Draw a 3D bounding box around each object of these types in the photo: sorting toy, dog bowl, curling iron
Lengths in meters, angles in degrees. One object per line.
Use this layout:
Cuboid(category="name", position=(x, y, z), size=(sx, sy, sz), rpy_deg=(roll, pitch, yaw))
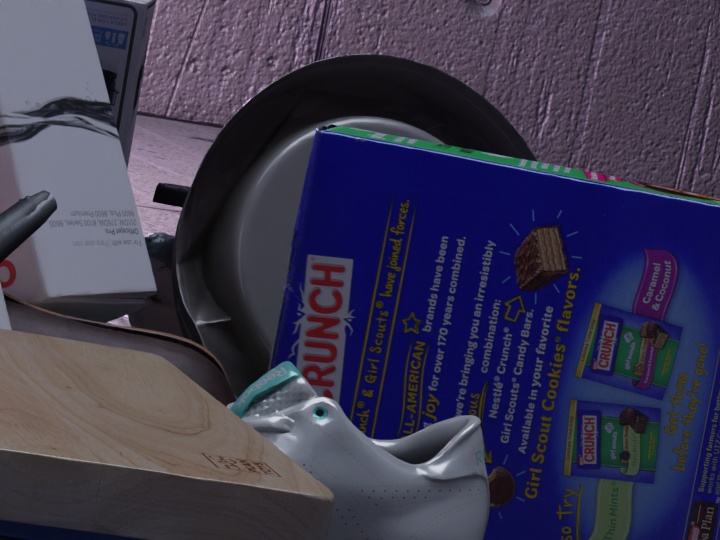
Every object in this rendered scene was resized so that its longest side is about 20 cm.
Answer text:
Cuboid(category="sorting toy", position=(-0.134, 0.061, 0.766), size=(0.198, 0.070, 0.200), rpy_deg=(10, 6, -19))
Cuboid(category="dog bowl", position=(0.000, 0.000, 1.286), size=(0.199, 0.201, 0.059), rpy_deg=(8, -11, -22))
Cuboid(category="curling iron", position=(-0.194, 0.017, 1.074), size=(0.049, 0.026, 0.200), rpy_deg=(19, 44, 36))

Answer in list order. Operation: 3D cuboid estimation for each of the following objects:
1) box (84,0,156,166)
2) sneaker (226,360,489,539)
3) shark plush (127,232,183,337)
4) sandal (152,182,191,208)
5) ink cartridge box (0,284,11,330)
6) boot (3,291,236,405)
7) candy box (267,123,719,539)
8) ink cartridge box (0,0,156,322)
Cuboid(category="box", position=(-0.148, -0.042, 1.331), size=(0.060, 0.201, 0.117), rpy_deg=(9, 8, -3))
Cuboid(category="sneaker", position=(-0.046, 0.076, 0.972), size=(0.199, 0.089, 0.075), rpy_deg=(6, 9, -25))
Cuboid(category="shark plush", position=(-0.043, 0.027, 1.420), size=(0.199, 0.084, 0.091), rpy_deg=(6, 8, -35))
Cuboid(category="sandal", position=(-0.026, 0.006, 1.370), size=(0.200, 0.045, 0.075), rpy_deg=(29, -6, -39))
Cuboid(category="ink cartridge box", position=(-0.185, 0.011, 0.967), size=(0.117, 0.067, 0.200), rpy_deg=(48, 7, -27))
Cuboid(category="boot", position=(-0.143, 0.055, 1.077), size=(0.199, 0.073, 0.166), rpy_deg=(2, 14, -16))
Cuboid(category="candy box", position=(0.064, 0.039, 1.122), size=(0.199, 0.170, 0.077), rpy_deg=(11, 3, 3))
Cuboid(category="ink cartridge box", position=(-0.192, -0.060, 1.236), size=(0.144, 0.201, 0.084), rpy_deg=(-21, -10, 32))
